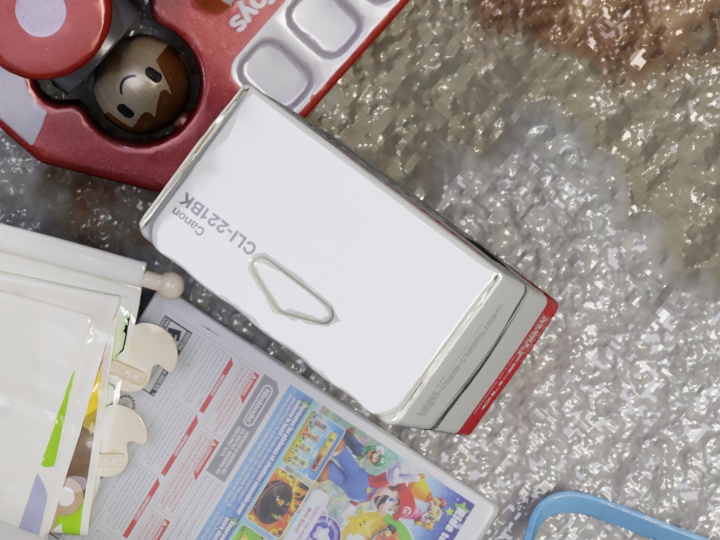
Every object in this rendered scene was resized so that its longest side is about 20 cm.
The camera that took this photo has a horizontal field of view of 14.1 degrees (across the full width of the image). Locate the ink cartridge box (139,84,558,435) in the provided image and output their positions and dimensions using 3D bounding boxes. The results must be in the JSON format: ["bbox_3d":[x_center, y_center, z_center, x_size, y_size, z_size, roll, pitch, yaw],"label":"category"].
[{"bbox_3d":[0.000,0.000,1.324,0.144,0.200,0.084,37,94,11],"label":"ink cartridge box"}]

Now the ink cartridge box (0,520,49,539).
[{"bbox_3d":[-0.134,0.214,1.334,0.199,0.084,0.145,25,104,-26],"label":"ink cartridge box"}]

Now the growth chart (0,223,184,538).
[{"bbox_3d":[-0.177,0.071,1.405,0.144,0.018,0.201,23,98,-10],"label":"growth chart"}]

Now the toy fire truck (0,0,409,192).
[{"bbox_3d":[-0.087,-0.125,1.407,0.168,0.112,0.200,41,95,-7],"label":"toy fire truck"}]

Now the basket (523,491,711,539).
[{"bbox_3d":[0.134,0.205,1.324,0.175,0.139,0.201,17,62,14],"label":"basket"}]

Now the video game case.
[{"bbox_3d":[-0.053,0.121,1.419,0.199,0.018,0.144,33,92,12],"label":"video game case"}]
